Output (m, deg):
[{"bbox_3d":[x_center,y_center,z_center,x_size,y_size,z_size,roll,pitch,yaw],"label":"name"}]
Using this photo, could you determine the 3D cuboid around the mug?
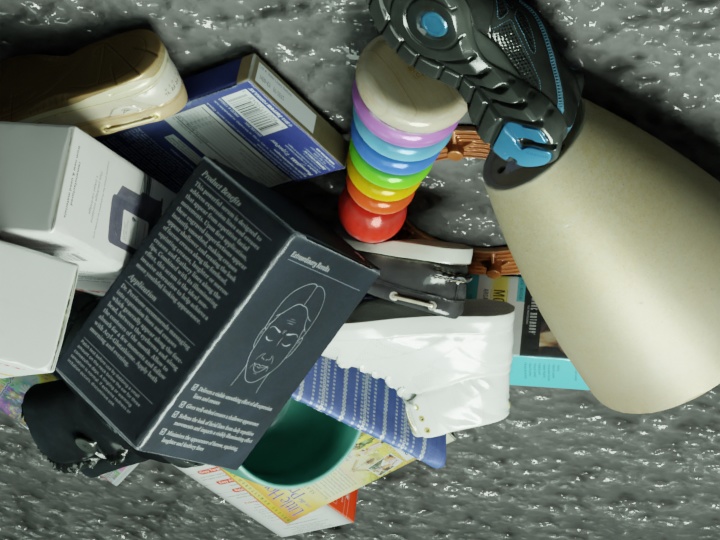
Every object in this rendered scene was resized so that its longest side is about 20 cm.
[{"bbox_3d":[-0.082,0.094,1.576,0.152,0.186,0.114,15,176,-30],"label":"mug"}]

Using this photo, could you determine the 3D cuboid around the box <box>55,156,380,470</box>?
[{"bbox_3d":[-0.106,0.037,1.346,0.107,0.200,0.148,40,-173,28],"label":"box"}]

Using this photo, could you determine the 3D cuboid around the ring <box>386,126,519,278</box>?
[{"bbox_3d":[0.092,-0.048,1.421,0.200,0.019,0.201,6,147,4],"label":"ring"}]

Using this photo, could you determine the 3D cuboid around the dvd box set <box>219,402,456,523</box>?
[{"bbox_3d":[-0.028,0.162,1.702,0.200,0.029,0.146,-29,135,16],"label":"dvd box set"}]

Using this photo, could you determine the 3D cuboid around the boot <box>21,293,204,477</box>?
[{"bbox_3d":[-0.236,0.105,1.490,0.168,0.077,0.200,-10,135,41],"label":"boot"}]

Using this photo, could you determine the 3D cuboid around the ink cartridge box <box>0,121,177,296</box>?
[{"bbox_3d":[-0.236,-0.043,1.342,0.144,0.085,0.200,5,167,22],"label":"ink cartridge box"}]

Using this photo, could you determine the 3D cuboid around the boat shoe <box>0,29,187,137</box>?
[{"bbox_3d":[-0.221,-0.122,1.328,0.199,0.074,0.069,-8,141,27],"label":"boat shoe"}]

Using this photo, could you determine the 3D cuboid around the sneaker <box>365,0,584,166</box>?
[{"bbox_3d":[0.076,-0.164,1.204,0.073,0.082,0.200,-15,123,48],"label":"sneaker"}]

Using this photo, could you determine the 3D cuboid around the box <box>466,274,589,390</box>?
[{"bbox_3d":[0.122,0.051,1.507,0.199,0.083,0.049,3,147,8],"label":"box"}]

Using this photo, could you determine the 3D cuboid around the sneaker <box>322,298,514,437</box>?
[{"bbox_3d":[0.026,0.085,1.448,0.199,0.074,0.116,1,107,8],"label":"sneaker"}]

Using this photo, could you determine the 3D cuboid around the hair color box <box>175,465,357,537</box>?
[{"bbox_3d":[-0.099,0.200,1.812,0.101,0.061,0.200,-16,141,32],"label":"hair color box"}]

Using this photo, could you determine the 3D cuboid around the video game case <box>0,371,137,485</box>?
[{"bbox_3d":[-0.275,0.110,1.604,0.200,0.018,0.143,35,140,-9],"label":"video game case"}]

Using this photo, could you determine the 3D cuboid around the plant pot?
[{"bbox_3d":[0.184,-0.029,1.304,0.187,0.188,0.200,-22,125,39],"label":"plant pot"}]

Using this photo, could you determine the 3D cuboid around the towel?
[{"bbox_3d":[-0.004,0.078,1.522,0.200,0.145,0.024,28,134,-26],"label":"towel"}]

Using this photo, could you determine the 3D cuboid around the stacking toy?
[{"bbox_3d":[0.021,-0.089,1.313,0.085,0.086,0.200,12,148,-6],"label":"stacking toy"}]

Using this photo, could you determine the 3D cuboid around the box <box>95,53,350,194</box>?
[{"bbox_3d":[-0.123,-0.098,1.380,0.200,0.032,0.121,-16,140,34],"label":"box"}]

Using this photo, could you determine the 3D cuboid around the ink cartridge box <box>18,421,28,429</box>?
[{"bbox_3d":[-0.281,0.067,1.624,0.104,0.059,0.200,43,137,-18],"label":"ink cartridge box"}]

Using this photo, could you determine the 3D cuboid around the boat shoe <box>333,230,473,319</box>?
[{"bbox_3d":[0.000,0.000,1.434,0.199,0.061,0.074,7,-176,29],"label":"boat shoe"}]

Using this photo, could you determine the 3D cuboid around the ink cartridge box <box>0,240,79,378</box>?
[{"bbox_3d":[-0.306,0.023,1.296,0.147,0.086,0.200,18,167,-23],"label":"ink cartridge box"}]
